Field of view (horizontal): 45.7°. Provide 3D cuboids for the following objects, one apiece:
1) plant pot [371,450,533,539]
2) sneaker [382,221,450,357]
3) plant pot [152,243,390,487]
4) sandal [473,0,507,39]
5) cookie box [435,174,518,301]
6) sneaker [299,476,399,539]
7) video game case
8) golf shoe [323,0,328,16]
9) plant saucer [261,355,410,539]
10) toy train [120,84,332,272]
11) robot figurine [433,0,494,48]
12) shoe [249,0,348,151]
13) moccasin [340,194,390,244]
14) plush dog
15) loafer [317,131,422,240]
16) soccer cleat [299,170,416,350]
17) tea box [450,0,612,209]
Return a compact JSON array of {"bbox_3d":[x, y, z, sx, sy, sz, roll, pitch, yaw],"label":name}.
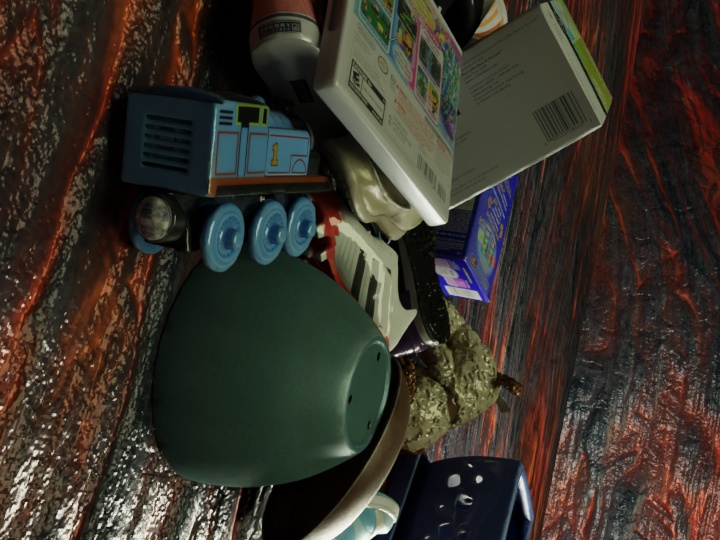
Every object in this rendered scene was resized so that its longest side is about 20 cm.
[{"bbox_3d":[0.125,0.369,1.172,0.201,0.177,0.202,69,37,-52],"label":"plant pot"},{"bbox_3d":[0.038,-0.001,0.972,0.075,0.087,0.203,26,51,-48],"label":"sneaker"},{"bbox_3d":[-0.053,0.086,0.689,0.200,0.133,0.203,10,90,-67],"label":"plant pot"},{"bbox_3d":[0.111,-0.336,1.000,0.207,0.078,0.060,55,50,-49],"label":"sandal"},{"bbox_3d":[0.156,-0.082,1.198,0.171,0.074,0.203,49,54,-62],"label":"cookie box"},{"bbox_3d":[-0.027,0.291,0.912,0.200,0.079,0.132,42,59,-54],"label":"sneaker"},{"bbox_3d":[0.031,-0.163,0.685,0.200,0.023,0.184,43,48,-51],"label":"video game case"},{"bbox_3d":[0.013,-0.179,0.773,0.078,0.093,0.203,-126,-150,-55],"label":"golf shoe"},{"bbox_3d":[-0.017,0.169,0.771,0.034,0.200,0.201,38,52,-13],"label":"plant saucer"},{"bbox_3d":[-0.086,-0.067,0.602,0.199,0.086,0.116,-15,117,-65],"label":"toy train"},{"bbox_3d":[0.080,-0.293,0.863,0.125,0.150,0.201,46,47,-17],"label":"robot figurine"},{"bbox_3d":[-0.046,-0.171,0.682,0.200,0.070,0.092,72,15,-72],"label":"shoe"},{"bbox_3d":[0.000,0.000,0.866,0.080,0.067,0.203,37,65,-65],"label":"moccasin"},{"bbox_3d":[0.099,0.164,1.107,0.171,0.160,0.202,-33,133,-25],"label":"plush dog"},{"bbox_3d":[0.021,-0.082,0.745,0.076,0.068,0.200,59,10,14],"label":"loafer"},{"bbox_3d":[-0.009,-0.016,0.781,0.085,0.068,0.202,-38,112,-34],"label":"soccer cleat"},{"bbox_3d":[0.149,-0.179,0.916,0.135,0.198,0.197,59,27,-8],"label":"tea box"}]
